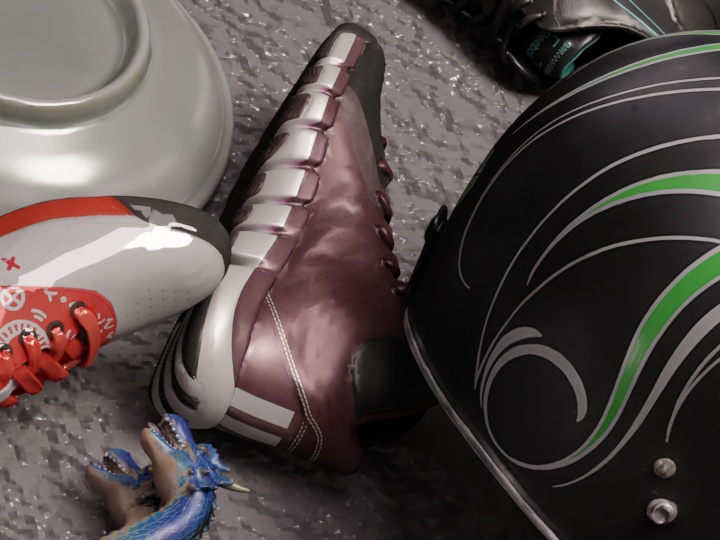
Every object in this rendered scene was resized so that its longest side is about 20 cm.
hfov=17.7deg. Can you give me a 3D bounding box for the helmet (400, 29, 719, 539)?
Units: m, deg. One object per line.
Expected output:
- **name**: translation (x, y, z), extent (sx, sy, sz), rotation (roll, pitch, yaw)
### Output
- **helmet**: translation (0.134, 0.009, 0.829), extent (0.200, 0.191, 0.200), rotation (44, 13, -14)

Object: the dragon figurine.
- **dragon figurine**: translation (-0.062, 0.137, 0.777), extent (0.099, 0.059, 0.200), rotation (-11, 58, -31)

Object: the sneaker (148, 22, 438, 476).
- **sneaker**: translation (0.000, 0.000, 0.924), extent (0.115, 0.076, 0.200), rotation (28, 56, -8)

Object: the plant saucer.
- **plant saucer**: translation (-0.142, -0.090, 0.942), extent (0.200, 0.050, 0.200), rotation (13, 47, -14)

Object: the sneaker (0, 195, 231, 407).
- **sneaker**: translation (-0.139, 0.039, 0.806), extent (0.201, 0.067, 0.108), rotation (-6, 54, -10)

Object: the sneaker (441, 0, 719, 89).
- **sneaker**: translation (0.076, -0.136, 1.064), extent (0.200, 0.075, 0.079), rotation (23, 48, -5)
